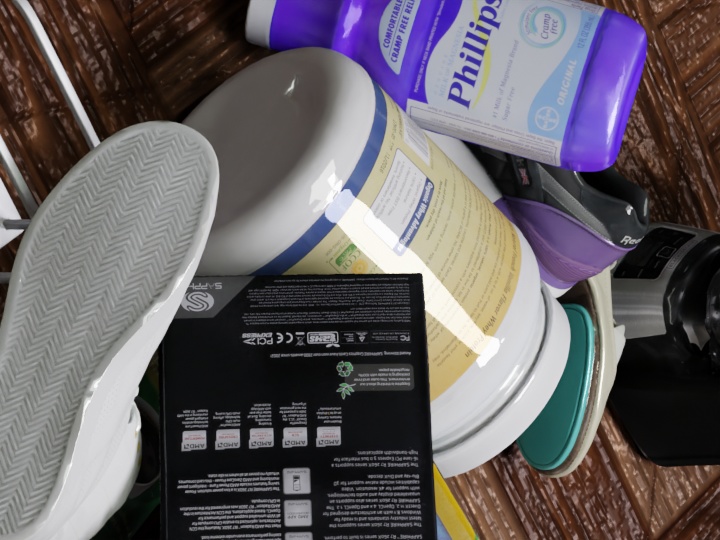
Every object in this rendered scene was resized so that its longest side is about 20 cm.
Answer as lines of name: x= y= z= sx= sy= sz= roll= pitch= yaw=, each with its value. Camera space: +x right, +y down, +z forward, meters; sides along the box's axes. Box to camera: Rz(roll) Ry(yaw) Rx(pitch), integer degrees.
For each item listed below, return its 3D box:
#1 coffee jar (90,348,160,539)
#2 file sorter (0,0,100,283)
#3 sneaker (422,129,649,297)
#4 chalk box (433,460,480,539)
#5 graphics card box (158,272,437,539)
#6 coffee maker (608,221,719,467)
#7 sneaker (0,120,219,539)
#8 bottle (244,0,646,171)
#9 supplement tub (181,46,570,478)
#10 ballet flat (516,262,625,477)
coffee jar: x=-0.141 y=0.094 z=1.344 sx=0.200 sy=0.085 sz=0.104 roll=-48 pitch=111 yaw=-29
file sorter: x=-0.221 y=-0.026 z=1.252 sx=0.200 sy=0.124 sz=0.139 roll=-40 pitch=115 yaw=-34
sneaker: x=0.082 y=-0.089 z=1.503 sx=0.200 sy=0.087 sz=0.076 roll=55 pitch=36 yaw=-4
chalk box: x=-0.009 y=0.159 z=1.374 sx=0.123 sy=0.200 sz=0.125 roll=-23 pitch=144 yaw=-13
graphics card box: x=-0.029 y=0.100 z=1.283 sx=0.125 sy=0.051 sz=0.201 roll=-2 pitch=68 yaw=-3
coffee maker: x=0.242 y=0.062 z=1.595 sx=0.134 sy=0.200 sz=0.193 roll=-18 pitch=99 yaw=-37
sneaker: x=-0.119 y=0.036 z=1.253 sx=0.200 sy=0.073 sz=0.116 roll=-63 pitch=170 yaw=-11
bottle: x=0.042 y=-0.112 z=1.440 sx=0.065 sy=0.199 sz=0.084 roll=59 pitch=49 yaw=-78
supplement tub: x=0.000 y=0.000 z=1.426 sx=0.200 sy=0.144 sz=0.145 roll=44 pitch=63 yaw=-31
ballet flat: x=0.120 y=0.013 z=1.581 sx=0.069 sy=0.069 sz=0.201 roll=-3 pitch=92 yaw=-40
